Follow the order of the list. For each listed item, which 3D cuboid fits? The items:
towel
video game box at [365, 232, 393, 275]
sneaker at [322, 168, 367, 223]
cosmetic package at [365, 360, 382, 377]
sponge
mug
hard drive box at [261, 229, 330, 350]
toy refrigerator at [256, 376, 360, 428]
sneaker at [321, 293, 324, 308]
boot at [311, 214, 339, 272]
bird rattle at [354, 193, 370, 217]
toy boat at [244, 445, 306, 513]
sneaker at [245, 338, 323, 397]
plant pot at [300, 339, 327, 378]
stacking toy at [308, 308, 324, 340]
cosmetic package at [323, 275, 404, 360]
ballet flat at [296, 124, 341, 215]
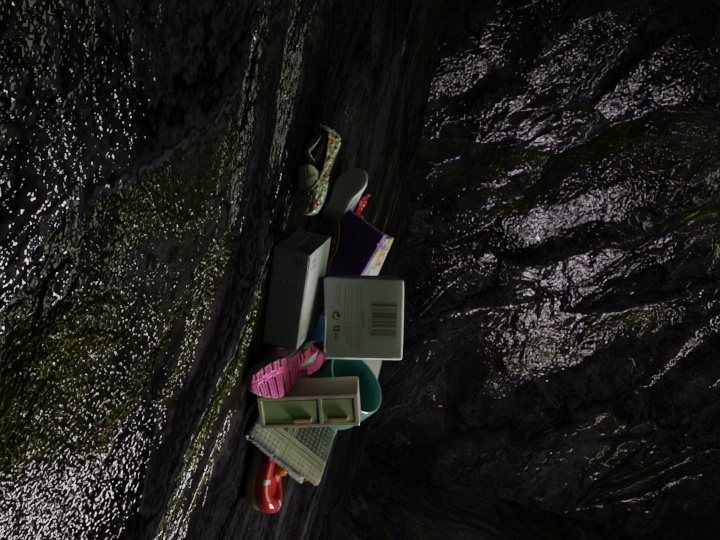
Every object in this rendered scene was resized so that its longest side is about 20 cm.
[{"bbox_3d":[-0.140,0.339,1.357,0.034,0.200,0.193,-35,-159,37],"label":"towel"},{"bbox_3d":[0.000,0.000,1.584,0.182,0.047,0.201,-4,121,-66],"label":"video game box"},{"bbox_3d":[-0.042,-0.158,1.572,0.201,0.072,0.115,-60,164,-29],"label":"sneaker"},{"bbox_3d":[-0.048,0.272,1.693,0.199,0.103,0.088,-25,-144,43],"label":"cosmetic package"},{"bbox_3d":[-0.032,-0.029,1.481,0.201,0.111,0.030,-60,163,13],"label":"sponge"},{"bbox_3d":[-0.038,0.270,1.399,0.114,0.153,0.185,-39,166,27],"label":"mug"},{"bbox_3d":[-0.127,0.035,1.269,0.156,0.076,0.202,-50,151,-71],"label":"hard drive box"},{"bbox_3d":[-0.101,0.265,1.254,0.070,0.198,0.077,-88,175,-68],"label":"toy refrigerator"},{"bbox_3d":[-0.078,-0.003,1.627,0.076,0.070,0.202,-163,-93,-78],"label":"sneaker"},{"bbox_3d":[-0.096,-0.034,1.433,0.097,0.074,0.201,-90,-160,-81],"label":"boot"},{"bbox_3d":[-0.003,-0.096,1.667,0.201,0.112,0.164,99,-9,-47],"label":"bird rattle"},{"bbox_3d":[-0.170,0.432,1.378,0.130,0.130,0.202,28,75,-80],"label":"toy boat"},{"bbox_3d":[-0.163,0.189,1.257,0.199,0.088,0.082,-21,117,-52],"label":"sneaker"},{"bbox_3d":[-0.099,0.305,1.540,0.184,0.199,0.202,-51,154,-47],"label":"plant pot"},{"bbox_3d":[-0.069,0.130,1.673,0.200,0.115,0.110,-76,-172,-62],"label":"stacking toy"},{"bbox_3d":[0.005,0.096,1.359,0.200,0.165,0.169,-139,-131,-89],"label":"cosmetic package"},{"bbox_3d":[-0.093,-0.204,1.237,0.064,0.075,0.201,43,49,-43],"label":"ballet flat"}]
